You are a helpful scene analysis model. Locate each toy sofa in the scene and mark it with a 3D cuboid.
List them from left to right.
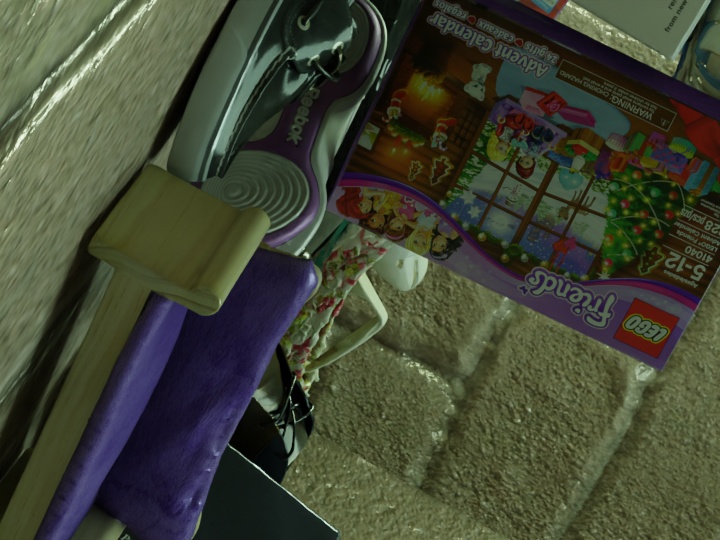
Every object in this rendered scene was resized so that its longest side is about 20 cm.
[{"bbox_3d":[-0.102,0.062,1.098,0.201,0.097,0.083,-62,178,31],"label":"toy sofa"}]

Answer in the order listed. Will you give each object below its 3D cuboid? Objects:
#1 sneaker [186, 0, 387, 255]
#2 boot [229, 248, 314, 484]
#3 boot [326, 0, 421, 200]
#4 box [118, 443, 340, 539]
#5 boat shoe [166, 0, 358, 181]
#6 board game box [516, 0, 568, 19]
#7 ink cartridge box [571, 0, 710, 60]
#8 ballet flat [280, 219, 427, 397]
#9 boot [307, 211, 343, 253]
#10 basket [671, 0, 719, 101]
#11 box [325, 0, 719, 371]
[{"bbox_3d":[-0.047,-0.052,1.247,0.201,0.075,0.100,-59,-179,-25],"label":"sneaker"},{"bbox_3d":[-0.051,0.057,1.306,0.200,0.097,0.075,-49,-173,47],"label":"boot"},{"bbox_3d":[0.024,-0.134,1.388,0.130,0.068,0.201,-31,153,-48],"label":"boot"},{"bbox_3d":[-0.140,0.213,1.280,0.200,0.123,0.199,-41,-167,46],"label":"box"},{"bbox_3d":[-0.026,-0.121,1.119,0.201,0.056,0.069,-61,178,-21],"label":"boat shoe"},{"bbox_3d":[0.049,-0.147,1.518,0.200,0.103,0.105,-52,-178,25],"label":"board game box"},{"bbox_3d":[0.100,-0.202,1.234,0.084,0.199,0.144,-58,179,14],"label":"ink cartridge box"},{"bbox_3d":[0.000,0.000,1.390,0.200,0.064,0.076,-48,180,31],"label":"ballet flat"},{"bbox_3d":[-0.070,0.008,1.679,0.131,0.067,0.201,-52,170,-44],"label":"boot"},{"bbox_3d":[0.255,-0.095,1.293,0.140,0.175,0.200,-62,169,-18],"label":"basket"},{"bbox_3d":[0.099,-0.052,1.221,0.039,0.199,0.137,-71,-174,-67],"label":"box"}]
